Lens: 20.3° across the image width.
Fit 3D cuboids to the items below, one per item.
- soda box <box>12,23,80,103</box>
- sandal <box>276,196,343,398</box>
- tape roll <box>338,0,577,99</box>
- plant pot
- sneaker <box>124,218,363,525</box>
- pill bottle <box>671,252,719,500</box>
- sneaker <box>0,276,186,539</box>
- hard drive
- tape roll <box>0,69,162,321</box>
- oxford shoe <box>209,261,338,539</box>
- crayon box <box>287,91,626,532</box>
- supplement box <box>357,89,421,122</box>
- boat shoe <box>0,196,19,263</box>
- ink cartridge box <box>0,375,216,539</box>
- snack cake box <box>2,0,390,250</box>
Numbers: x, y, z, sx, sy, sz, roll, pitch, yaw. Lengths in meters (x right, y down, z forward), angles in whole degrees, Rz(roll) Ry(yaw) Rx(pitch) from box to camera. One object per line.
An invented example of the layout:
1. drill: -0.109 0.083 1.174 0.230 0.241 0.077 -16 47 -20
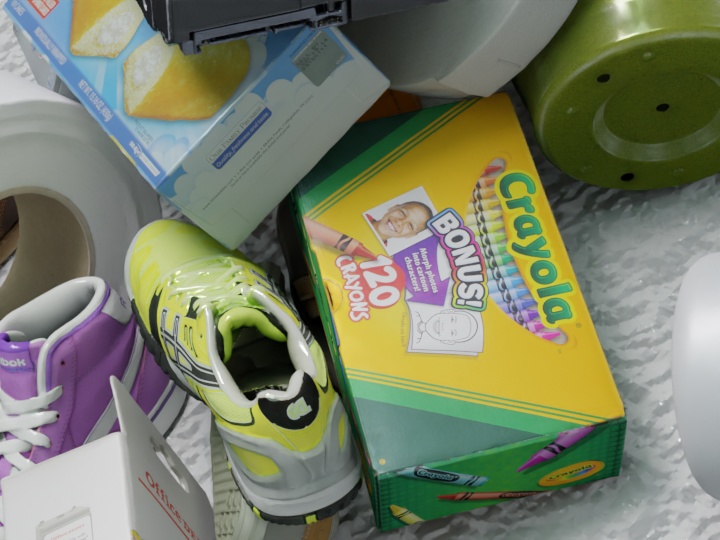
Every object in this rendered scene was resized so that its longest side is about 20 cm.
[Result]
1. soda box: -0.161 -0.145 1.206 0.068 0.064 0.200 9 17 -19
2. sandal: 0.000 0.000 1.052 0.082 0.055 0.200 -28 43 3
3. tape roll: 0.043 -0.185 1.003 0.202 0.037 0.204 -14 72 48
4. plant pot: 0.142 -0.154 1.037 0.200 0.200 0.193 -16 55 14
5. sneaker: -0.055 0.028 0.947 0.075 0.077 0.200 -23 44 -18
6. pill bottle: 0.239 0.041 0.847 0.199 0.111 0.111 -4 49 25
7. sneaker: -0.174 0.092 1.019 0.072 0.114 0.201 9 57 32
8. hard drive: -0.056 -0.176 0.969 0.139 0.038 0.200 -14 39 -15
9. tape roll: -0.202 -0.002 1.058 0.071 0.203 0.203 24 65 40
10. oxford shoe: -0.041 0.072 1.012 0.058 0.075 0.200 12 35 -14
11. crayon box: 0.041 0.016 0.966 0.118 0.058 0.200 -13 55 -6
12. supplement box: -0.042 -0.162 1.210 0.126 0.074 0.200 -20 44 10
13. boat shoe: -0.269 0.002 1.185 0.070 0.070 0.200 14 60 35
14. ink cartridge box: -0.107 0.159 0.919 0.067 0.117 0.200 -22 43 9
15. snack cake box: -0.087 -0.114 1.015 0.115 0.067 0.200 -47 45 4
